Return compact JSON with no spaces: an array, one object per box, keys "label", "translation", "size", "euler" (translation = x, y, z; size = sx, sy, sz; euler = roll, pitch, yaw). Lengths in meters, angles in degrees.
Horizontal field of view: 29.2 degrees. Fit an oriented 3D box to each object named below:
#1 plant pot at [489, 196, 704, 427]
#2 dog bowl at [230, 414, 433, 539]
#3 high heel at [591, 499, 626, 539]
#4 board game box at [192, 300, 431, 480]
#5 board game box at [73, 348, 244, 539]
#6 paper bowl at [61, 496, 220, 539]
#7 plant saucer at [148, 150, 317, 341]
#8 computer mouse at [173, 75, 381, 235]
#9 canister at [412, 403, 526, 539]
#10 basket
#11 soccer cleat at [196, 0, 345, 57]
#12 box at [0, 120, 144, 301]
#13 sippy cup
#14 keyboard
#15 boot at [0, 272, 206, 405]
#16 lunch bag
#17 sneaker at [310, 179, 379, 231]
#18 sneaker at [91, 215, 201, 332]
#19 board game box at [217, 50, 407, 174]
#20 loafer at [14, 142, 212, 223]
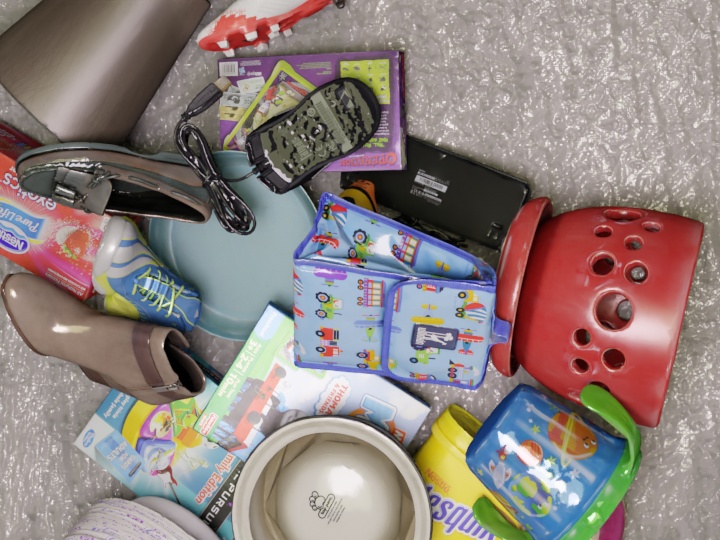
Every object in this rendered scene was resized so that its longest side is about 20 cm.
[{"label":"plant pot","translation":[0.224,0.034,1.331],"size":[0.180,0.200,0.203],"euler":[12,97,15]},{"label":"dog bowl","translation":[-0.024,0.234,1.358],"size":[0.197,0.074,0.203],"euler":[1,98,8]},{"label":"high heel","translation":[0.226,0.267,1.414],"size":[0.095,0.067,0.202],"euler":[-19,105,-1]},{"label":"board game box","translation":[-0.049,0.150,1.415],"size":[0.199,0.037,0.152],"euler":[32,93,-4]},{"label":"board game box","translation":[-0.182,0.183,1.473],"size":[0.199,0.047,0.152],"euler":[37,99,3]},{"label":"paper bowl","translation":[-0.210,0.316,1.433],"size":[0.199,0.105,0.202],"euler":[23,140,21]},{"label":"plant saucer","translation":[-0.126,-0.027,1.440],"size":[0.197,0.027,0.203],"euler":[4,105,15]},{"label":"computer mouse","translation":[-0.087,-0.143,1.374],"size":[0.199,0.046,0.141],"euler":[-37,94,-2]},{"label":"canister","translation":[0.086,0.263,1.424],"size":[0.148,0.087,0.201],"euler":[38,101,2]},{"label":"basket","translation":[-0.257,-0.234,1.406],"size":[0.180,0.136,0.200],"euler":[45,96,7]},{"label":"soccer cleat","translation":[-0.082,-0.287,1.410],"size":[0.198,0.069,0.086],"euler":[-25,83,6]},{"label":"box","translation":[-0.337,-0.065,1.443],"size":[0.198,0.095,0.101],"euler":[30,106,4]},{"label":"sippy cup","translation":[0.172,0.181,1.294],"size":[0.130,0.140,0.179],"euler":[38,92,2]},{"label":"keyboard","translation":[0.071,-0.073,1.418],"size":[0.198,0.040,0.105],"euler":[23,89,19]},{"label":"boot","translation":[-0.245,0.066,1.368],"size":[0.145,0.200,0.071],"euler":[1,58,33]},{"label":"lunch bag","translation":[0.043,0.033,1.275],"size":[0.197,0.095,0.152],"euler":[14,138,11]},{"label":"sneaker","translation":[0.000,0.000,1.400],"size":[0.069,0.090,0.202],"euler":[17,138,20]},{"label":"sneaker","translation":[-0.207,0.009,1.382],"size":[0.104,0.200,0.077],"euler":[17,71,1]},{"label":"board game box","translation":[-0.051,-0.161,1.419],"size":[0.197,0.032,0.122],"euler":[0,91,17]},{"label":"loafer","translation":[-0.239,-0.082,1.361],"size":[0.197,0.072,0.064],"euler":[1,60,-17]}]
